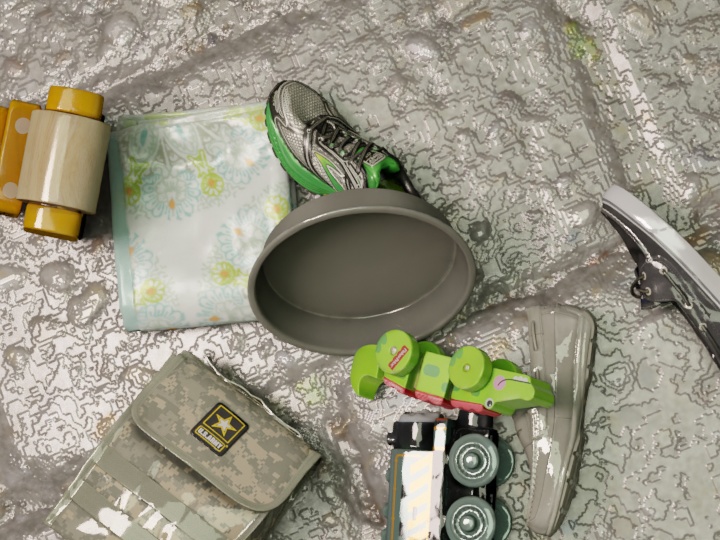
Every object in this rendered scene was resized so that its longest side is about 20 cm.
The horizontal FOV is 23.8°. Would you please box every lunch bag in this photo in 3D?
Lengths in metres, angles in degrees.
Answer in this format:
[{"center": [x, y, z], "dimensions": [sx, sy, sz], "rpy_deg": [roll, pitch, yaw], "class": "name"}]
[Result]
[{"center": [-0.150, 0.189, 1.509], "dimensions": [0.163, 0.118, 0.201], "rpy_deg": [35, 85, 10], "class": "lunch bag"}]

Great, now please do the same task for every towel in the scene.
[{"center": [-0.142, -0.050, 1.563], "dimensions": [0.169, 0.048, 0.203], "rpy_deg": [-6, 84, 9], "class": "towel"}]

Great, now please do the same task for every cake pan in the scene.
[{"center": [0.000, 0.000, 1.475], "dimensions": [0.198, 0.201, 0.037], "rpy_deg": [-13, 50, 7], "class": "cake pan"}]

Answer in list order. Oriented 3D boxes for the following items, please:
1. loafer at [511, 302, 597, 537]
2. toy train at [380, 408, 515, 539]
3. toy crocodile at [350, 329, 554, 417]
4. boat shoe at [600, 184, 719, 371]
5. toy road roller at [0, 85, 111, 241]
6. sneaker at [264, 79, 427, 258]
[{"center": [0.162, 0.129, 1.492], "dimensions": [0.069, 0.070, 0.202], "rpy_deg": [6, 78, 14], "class": "loafer"}, {"center": [0.071, 0.218, 1.491], "dimensions": [0.113, 0.085, 0.203], "rpy_deg": [1, 85, 18], "class": "toy train"}, {"center": [0.075, 0.095, 1.476], "dimensions": [0.198, 0.067, 0.062], "rpy_deg": [11, 83, 34], "class": "toy crocodile"}, {"center": [0.271, 0.015, 1.487], "dimensions": [0.066, 0.070, 0.200], "rpy_deg": [-44, 88, 1], "class": "boat shoe"}, {"center": [-0.304, -0.098, 1.519], "dimensions": [0.144, 0.200, 0.124], "rpy_deg": [11, 87, -12], "class": "toy road roller"}, {"center": [-0.004, -0.097, 1.518], "dimensions": [0.200, 0.085, 0.078], "rpy_deg": [46, 59, 7], "class": "sneaker"}]
